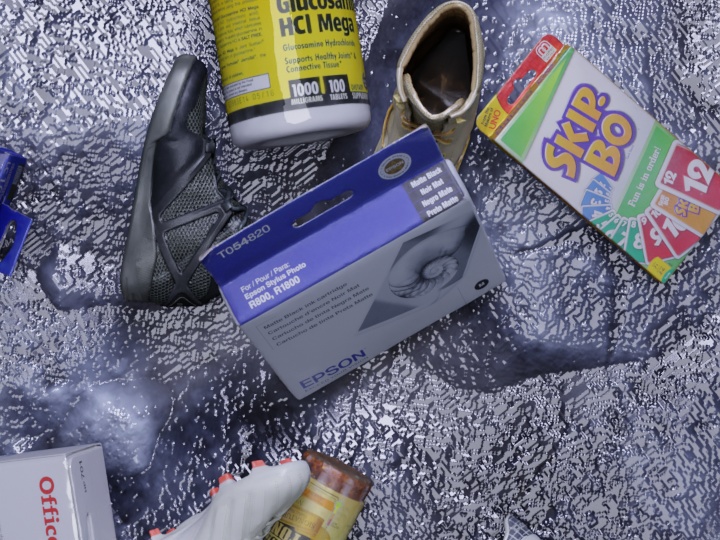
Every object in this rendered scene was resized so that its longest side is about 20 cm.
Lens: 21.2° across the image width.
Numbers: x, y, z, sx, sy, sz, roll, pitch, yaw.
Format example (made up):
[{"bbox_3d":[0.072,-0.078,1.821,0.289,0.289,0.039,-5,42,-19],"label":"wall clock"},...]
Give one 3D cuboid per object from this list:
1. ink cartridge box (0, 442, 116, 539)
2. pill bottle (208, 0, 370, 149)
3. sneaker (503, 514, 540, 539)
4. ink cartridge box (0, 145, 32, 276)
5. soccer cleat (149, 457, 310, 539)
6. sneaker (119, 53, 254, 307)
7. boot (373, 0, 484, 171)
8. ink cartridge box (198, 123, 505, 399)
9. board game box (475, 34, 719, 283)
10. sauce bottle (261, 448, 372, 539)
[{"bbox_3d":[-0.295,0.221,1.500,0.199,0.086,0.147,-8,89,11],"label":"ink cartridge box"},{"bbox_3d":[-0.060,-0.201,1.496,0.112,0.112,0.201,-9,89,2],"label":"pill bottle"},{"bbox_3d":[0.065,0.277,1.516,0.200,0.076,0.081,-33,77,-3],"label":"sneaker"},{"bbox_3d":[-0.356,-0.055,1.526,0.200,0.076,0.137,22,90,1],"label":"ink cartridge box"},{"bbox_3d":[-0.105,0.213,1.492,0.200,0.069,0.078,-36,68,28],"label":"soccer cleat"},{"bbox_3d":[-0.120,-0.067,1.518,0.114,0.076,0.200,8,93,0],"label":"sneaker"},{"bbox_3d":[0.049,-0.102,1.469,0.073,0.155,0.201,19,90,2],"label":"boot"},{"bbox_3d":[0.000,0.000,1.455,0.199,0.200,0.041,-30,58,2],"label":"ink cartridge box"},{"bbox_3d":[0.192,-0.088,1.507,0.200,0.030,0.096,39,91,-10],"label":"board game box"},{"bbox_3d":[-0.061,0.241,1.517,0.066,0.066,0.200,26,89,2],"label":"sauce bottle"}]
